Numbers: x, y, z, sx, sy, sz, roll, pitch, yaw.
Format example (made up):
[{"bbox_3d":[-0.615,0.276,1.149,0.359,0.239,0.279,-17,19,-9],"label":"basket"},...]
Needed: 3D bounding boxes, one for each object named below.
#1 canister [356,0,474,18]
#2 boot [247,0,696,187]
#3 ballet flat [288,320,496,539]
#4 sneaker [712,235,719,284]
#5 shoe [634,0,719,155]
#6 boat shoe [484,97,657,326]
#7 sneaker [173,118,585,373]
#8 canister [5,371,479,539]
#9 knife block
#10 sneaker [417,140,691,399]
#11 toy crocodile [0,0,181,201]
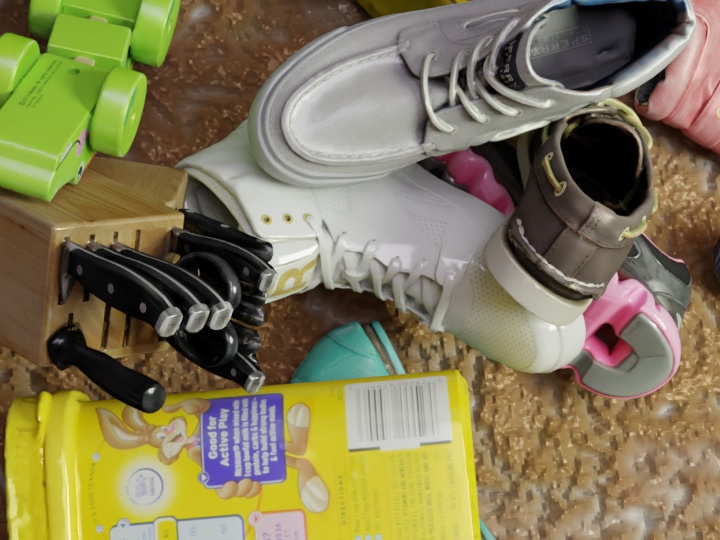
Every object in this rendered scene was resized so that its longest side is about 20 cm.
[{"bbox_3d":[0.091,-0.192,1.011,0.200,0.087,0.149,-39,72,-19],"label":"canister"},{"bbox_3d":[0.050,-0.091,0.880,0.199,0.095,0.074,-22,95,-16],"label":"boot"},{"bbox_3d":[0.027,0.122,0.945,0.070,0.067,0.201,-31,85,-2],"label":"ballet flat"},{"bbox_3d":[0.278,-0.005,1.052,0.198,0.070,0.083,16,53,-13],"label":"sneaker"},{"bbox_3d":[0.211,-0.157,1.056,0.090,0.071,0.202,22,76,-15],"label":"shoe"},{"bbox_3d":[0.109,-0.044,0.924,0.072,0.060,0.200,37,29,-2],"label":"boat shoe"},{"bbox_3d":[0.000,0.000,0.923,0.200,0.074,0.115,38,48,22],"label":"sneaker"},{"bbox_3d":[-0.047,0.122,0.866,0.198,0.087,0.150,-5,82,2],"label":"canister"},{"bbox_3d":[-0.133,0.000,0.843,0.198,0.176,0.065,9,106,0],"label":"knife block"},{"bbox_3d":[0.088,-0.026,0.999,0.200,0.079,0.095,41,45,-2],"label":"sneaker"},{"bbox_3d":[-0.126,-0.088,0.898,0.067,0.062,0.201,14,36,0],"label":"toy crocodile"}]
